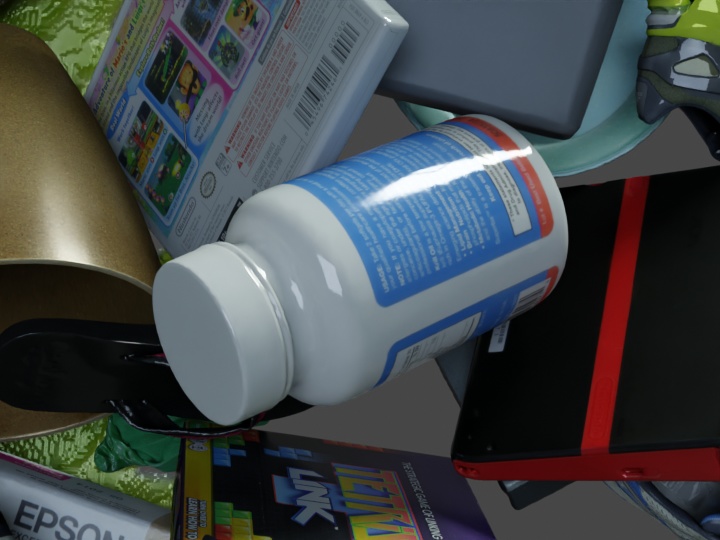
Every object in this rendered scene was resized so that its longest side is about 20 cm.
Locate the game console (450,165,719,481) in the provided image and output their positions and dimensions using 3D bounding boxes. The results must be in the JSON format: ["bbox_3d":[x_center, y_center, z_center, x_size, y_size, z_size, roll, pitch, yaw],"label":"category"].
[{"bbox_3d":[0.147,0.025,0.711,0.175,0.031,0.201,-8,45,29],"label":"game console"}]

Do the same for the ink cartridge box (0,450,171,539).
[{"bbox_3d":[-0.208,0.196,0.766,0.198,0.075,0.167,17,86,6],"label":"ink cartridge box"}]

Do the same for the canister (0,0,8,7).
[{"bbox_3d":[-0.246,-0.234,0.814,0.199,0.087,0.149,-36,82,0],"label":"canister"}]

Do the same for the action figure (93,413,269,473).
[{"bbox_3d":[-0.080,0.057,0.785,0.199,0.055,0.119,-36,84,6],"label":"action figure"}]

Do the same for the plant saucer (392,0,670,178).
[{"bbox_3d":[0.105,-0.152,0.806,0.197,0.036,0.203,0,84,4],"label":"plant saucer"}]

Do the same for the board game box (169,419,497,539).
[{"bbox_3d":[-0.015,0.143,0.678,0.163,0.200,0.057,8,102,-9],"label":"board game box"}]

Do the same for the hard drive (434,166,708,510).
[{"bbox_3d":[0.144,0.034,0.745,0.199,0.033,0.140,-28,42,0],"label":"hard drive"}]

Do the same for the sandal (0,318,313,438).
[{"bbox_3d":[-0.094,0.062,0.701,0.198,0.045,0.076,2,127,-24],"label":"sandal"}]

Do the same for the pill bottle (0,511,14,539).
[{"bbox_3d":[-0.216,0.185,0.675,0.111,0.112,0.201,-29,82,0],"label":"pill bottle"}]

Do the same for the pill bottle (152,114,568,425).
[{"bbox_3d":[0.000,0.000,0.670,0.199,0.112,0.113,-23,81,-32],"label":"pill bottle"}]

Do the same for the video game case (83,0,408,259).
[{"bbox_3d":[-0.077,-0.105,0.740,0.182,0.024,0.201,48,123,29],"label":"video game case"}]

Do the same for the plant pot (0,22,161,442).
[{"bbox_3d":[-0.204,-0.035,0.748,0.184,0.187,0.202,-15,59,2],"label":"plant pot"}]

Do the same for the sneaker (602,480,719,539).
[{"bbox_3d":[0.215,0.141,0.739,0.199,0.085,0.078,30,86,6],"label":"sneaker"}]

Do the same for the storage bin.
[{"bbox_3d":[0.061,-0.155,0.730,0.198,0.146,0.136,14,95,6],"label":"storage bin"}]

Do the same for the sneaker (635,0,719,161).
[{"bbox_3d":[0.242,-0.093,0.764,0.198,0.074,0.082,19,96,-9],"label":"sneaker"}]
